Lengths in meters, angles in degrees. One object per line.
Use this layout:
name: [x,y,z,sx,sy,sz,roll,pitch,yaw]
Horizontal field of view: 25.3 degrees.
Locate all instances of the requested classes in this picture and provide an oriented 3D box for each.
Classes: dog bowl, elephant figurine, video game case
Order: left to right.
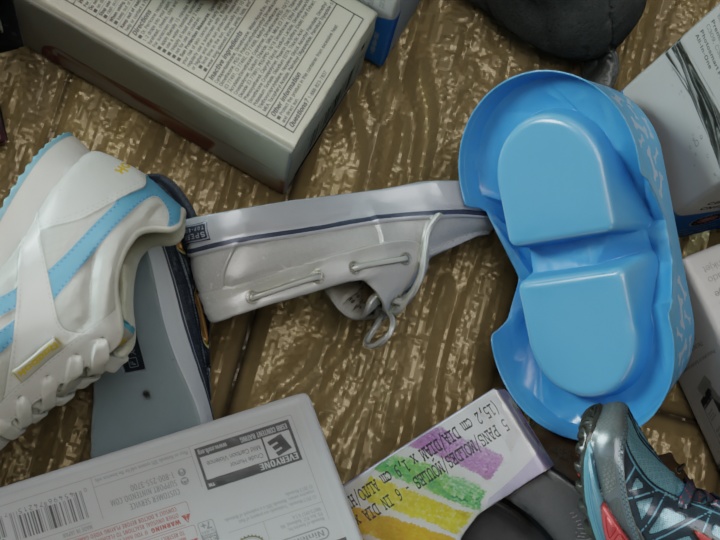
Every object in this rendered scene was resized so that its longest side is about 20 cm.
video game case: [-0.089,0.172,0.783,0.199,0.023,0.182,-16,67,-14]
elephant figurine: [0.123,-0.213,0.908,0.155,0.200,0.142,27,73,1]
dog bowl: [0.121,-0.011,0.870,0.050,0.111,0.201,-17,96,-52]

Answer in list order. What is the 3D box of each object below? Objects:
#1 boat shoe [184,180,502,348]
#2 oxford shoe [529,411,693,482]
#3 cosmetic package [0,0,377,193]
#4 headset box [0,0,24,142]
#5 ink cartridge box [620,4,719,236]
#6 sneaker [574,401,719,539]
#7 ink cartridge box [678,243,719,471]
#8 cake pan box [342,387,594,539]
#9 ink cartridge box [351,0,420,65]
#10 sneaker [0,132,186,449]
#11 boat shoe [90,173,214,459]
boat shoe: [0.002,0.000,0.890,0.201,0.075,0.086,-9,90,-32]
oxford shoe: [0.171,0.144,0.881,0.200,0.073,0.085,33,71,3]
cosmetic package: [-0.102,-0.143,0.921,0.200,0.087,0.104,32,74,2]
headset box: [-0.282,-0.115,0.856,0.199,0.149,0.075,-15,67,-11]
ink cartridge box: [0.241,-0.098,0.867,0.146,0.200,0.085,-12,75,-26]
sneaker: [0.182,0.137,0.784,0.095,0.079,0.200,-30,102,27]
ink cartridge box: [0.272,0.069,0.907,0.146,0.083,0.201,-21,77,-13]
cake pan box: [0.047,0.185,0.835,0.200,0.052,0.185,-32,82,7]
ink cartridge box: [-0.048,-0.223,0.920,0.200,0.146,0.084,29,75,3]
sneaker: [-0.158,0.036,0.773,0.081,0.077,0.200,27,83,5]
boat shoe: [-0.107,0.046,0.879,0.071,0.091,0.201,-6,102,17]
